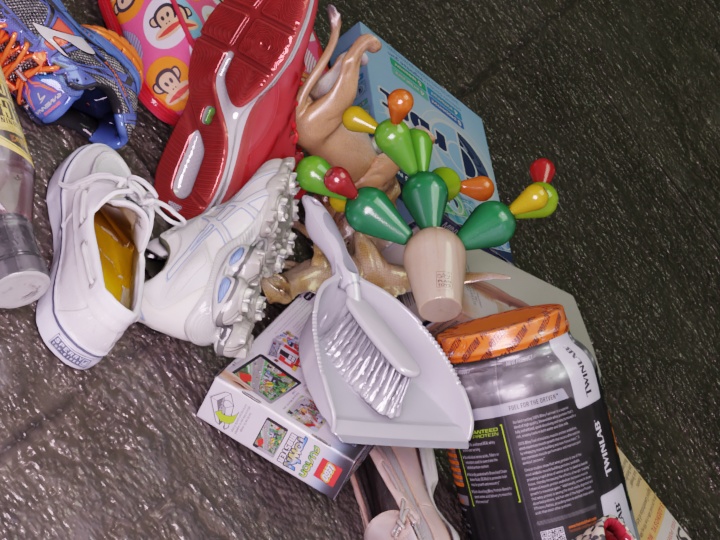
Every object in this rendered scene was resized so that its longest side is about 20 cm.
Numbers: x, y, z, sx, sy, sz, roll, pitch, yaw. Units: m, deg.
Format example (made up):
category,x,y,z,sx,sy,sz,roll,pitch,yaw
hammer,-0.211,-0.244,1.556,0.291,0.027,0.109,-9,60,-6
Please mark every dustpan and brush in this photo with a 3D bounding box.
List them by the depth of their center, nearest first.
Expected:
category,x,y,z,sx,sy,sz,roll,pitch,yaw
dustpan and brush,-0.003,0.031,1.512,0.140,0.057,0.200,7,37,-45

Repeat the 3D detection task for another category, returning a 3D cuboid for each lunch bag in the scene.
category,x,y,z,sx,sy,sz,roll,pitch,yaw
lunch bag,-0.112,-0.184,1.703,0.200,0.082,0.176,15,44,-52

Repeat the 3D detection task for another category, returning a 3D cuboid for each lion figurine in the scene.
category,x,y,z,sx,sy,sz,roll,pitch,yaw
lion figurine,-0.015,-0.097,1.681,0.072,0.122,0.200,32,-19,52

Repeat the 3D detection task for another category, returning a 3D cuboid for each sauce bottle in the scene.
category,x,y,z,sx,sy,sz,roll,pitch,yaw
sauce bottle,-0.237,-0.069,1.362,0.066,0.066,0.200,17,45,-52

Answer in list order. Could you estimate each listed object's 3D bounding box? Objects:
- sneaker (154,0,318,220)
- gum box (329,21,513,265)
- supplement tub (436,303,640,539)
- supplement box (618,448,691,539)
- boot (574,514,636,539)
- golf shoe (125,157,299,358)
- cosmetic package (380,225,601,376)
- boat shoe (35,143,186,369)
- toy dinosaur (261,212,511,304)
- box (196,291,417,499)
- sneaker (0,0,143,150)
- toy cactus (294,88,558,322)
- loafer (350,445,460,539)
category,x,y,z,sx,sy,sz,roll,pitch,yaw
sneaker,-0.071,-0.122,1.597,0.078,0.200,0.116,33,8,29
gum box,0.051,-0.101,1.923,0.170,0.045,0.200,35,30,-35
supplement tub,0.125,0.132,1.594,0.123,0.122,0.200,-26,103,-65
supplement box,0.201,0.223,1.733,0.200,0.074,0.126,51,26,-6
boot,0.128,0.269,1.454,0.073,0.154,0.204,36,30,-32
golf shoe,-0.099,-0.022,1.500,0.097,0.078,0.200,9,33,10
cosmetic package,0.086,0.049,1.726,0.200,0.103,0.087,23,40,-45
boat shoe,-0.157,-0.029,1.420,0.075,0.086,0.202,41,28,-25
toy dinosaur,0.000,0.000,1.611,0.200,0.058,0.101,-2,44,-24
box,-0.027,0.080,1.524,0.110,0.035,0.200,32,25,6
sneaker,-0.217,-0.143,1.482,0.200,0.075,0.078,24,41,-44
toy cactus,0.057,-0.042,1.578,0.200,0.102,0.165,12,50,-23
loafer,0.022,0.177,1.507,0.063,0.072,0.200,20,31,-22
